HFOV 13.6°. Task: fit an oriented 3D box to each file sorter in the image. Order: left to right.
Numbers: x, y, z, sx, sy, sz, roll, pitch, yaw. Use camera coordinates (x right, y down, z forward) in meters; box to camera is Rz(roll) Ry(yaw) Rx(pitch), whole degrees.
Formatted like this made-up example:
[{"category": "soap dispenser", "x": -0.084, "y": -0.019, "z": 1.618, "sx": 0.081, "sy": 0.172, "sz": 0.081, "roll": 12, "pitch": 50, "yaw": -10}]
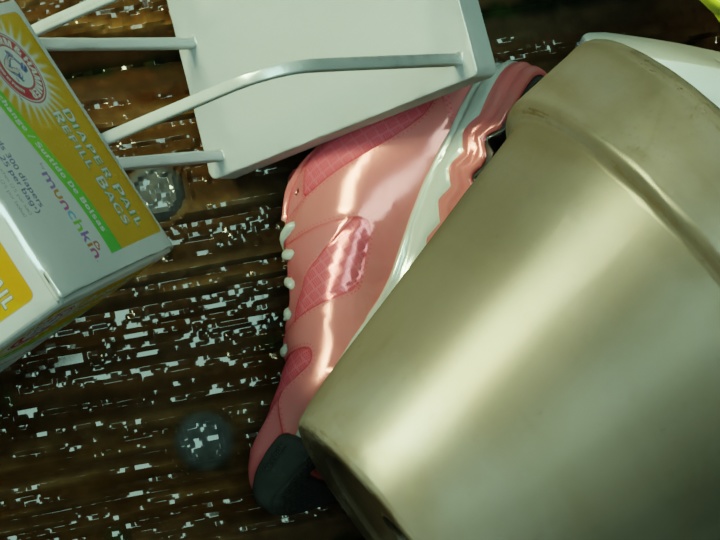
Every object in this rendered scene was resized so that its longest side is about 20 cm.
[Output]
[{"category": "file sorter", "x": -0.061, "y": -0.147, "z": 1.119, "sx": 0.124, "sy": 0.138, "sz": 0.201, "roll": -6, "pitch": 79, "yaw": -52}]

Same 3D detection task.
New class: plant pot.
[{"category": "plant pot", "x": 0.078, "y": 0.046, "z": 1.086, "sx": 0.173, "sy": 0.200, "sz": 0.200, "roll": -38, "pitch": 90, "yaw": -9}]

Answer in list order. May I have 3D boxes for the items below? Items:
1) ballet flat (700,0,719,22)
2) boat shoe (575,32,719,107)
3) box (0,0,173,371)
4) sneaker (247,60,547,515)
[{"category": "ballet flat", "x": 0.196, "y": -0.093, "z": 1.168, "sx": 0.199, "sy": 0.067, "sz": 0.067, "roll": 17, "pitch": 57, "yaw": -6}, {"category": "boat shoe", "x": 0.174, "y": -0.043, "z": 1.216, "sx": 0.199, "sy": 0.072, "sz": 0.069, "roll": 10, "pitch": 104, "yaw": -20}, {"category": "box", "x": -0.184, "y": 0.007, "z": 1.060, "sx": 0.199, "sy": 0.101, "sz": 0.113, "roll": -33, "pitch": 89, "yaw": 22}, {"category": "sneaker", "x": 0.000, "y": 0.000, "z": 1.179, "sx": 0.086, "sy": 0.074, "sz": 0.201, "roll": 26, "pitch": 83, "yaw": 26}]
